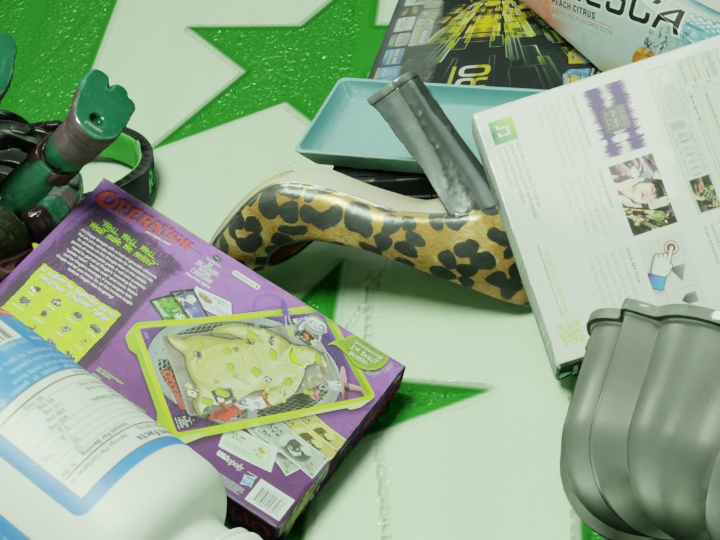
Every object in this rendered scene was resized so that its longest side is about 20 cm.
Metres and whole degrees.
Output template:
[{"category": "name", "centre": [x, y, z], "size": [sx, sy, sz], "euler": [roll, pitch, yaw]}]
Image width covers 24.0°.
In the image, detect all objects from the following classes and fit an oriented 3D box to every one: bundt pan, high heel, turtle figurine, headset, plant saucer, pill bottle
[{"category": "bundt pan", "centre": [0.163, 0.094, 0.656], "size": [0.201, 0.202, 0.076], "euler": [16, 72, 37]}, {"category": "high heel", "centre": [0.000, 0.000, 0.957], "size": [0.200, 0.143, 0.071], "euler": [-37, -3, 30]}, {"category": "turtle figurine", "centre": [-0.211, -0.039, 0.924], "size": [0.149, 0.200, 0.101], "euler": [4, 54, -37]}, {"category": "headset", "centre": [-0.233, -0.068, 1.093], "size": [0.198, 0.095, 0.124], "euler": [-11, 31, -11]}, {"category": "plant saucer", "centre": [0.063, -0.079, 0.973], "size": [0.199, 0.019, 0.070], "euler": [6, 47, 29]}, {"category": "pill bottle", "centre": [-0.132, 0.111, 0.777], "size": [0.199, 0.113, 0.112], "euler": [35, 58, 18]}]

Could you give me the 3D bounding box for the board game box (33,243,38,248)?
[{"category": "board game box", "centre": [-0.208, 0.051, 0.964], "size": [0.199, 0.065, 0.148], "euler": [19, 51, 38]}]

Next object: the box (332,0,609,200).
[{"category": "box", "centre": [0.082, -0.104, 1.046], "size": [0.160, 0.049, 0.201], "euler": [-2, 42, 22]}]

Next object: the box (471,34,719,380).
[{"category": "box", "centre": [0.172, -0.042, 0.878], "size": [0.198, 0.036, 0.145], "euler": [-17, 73, 2]}]

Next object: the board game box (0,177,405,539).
[{"category": "board game box", "centre": [-0.091, 0.044, 0.881], "size": [0.199, 0.032, 0.120], "euler": [32, 60, 14]}]

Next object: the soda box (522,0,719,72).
[{"category": "soda box", "centre": [0.169, -0.151, 0.993], "size": [0.068, 0.064, 0.200], "euler": [-23, 55, -31]}]
